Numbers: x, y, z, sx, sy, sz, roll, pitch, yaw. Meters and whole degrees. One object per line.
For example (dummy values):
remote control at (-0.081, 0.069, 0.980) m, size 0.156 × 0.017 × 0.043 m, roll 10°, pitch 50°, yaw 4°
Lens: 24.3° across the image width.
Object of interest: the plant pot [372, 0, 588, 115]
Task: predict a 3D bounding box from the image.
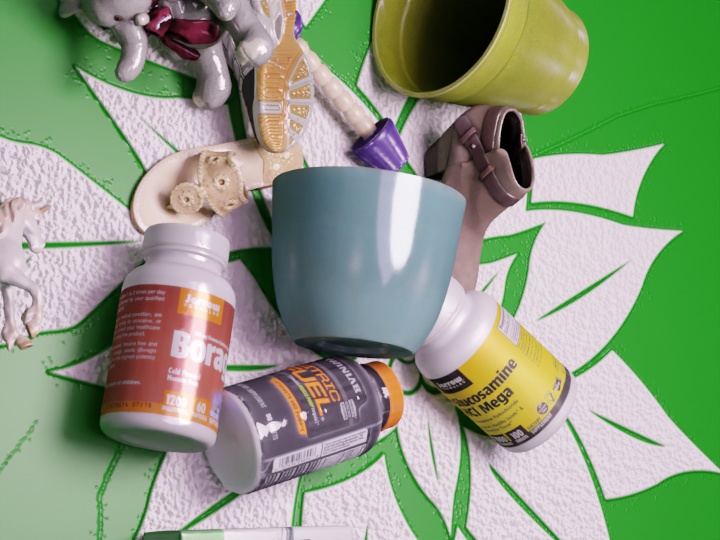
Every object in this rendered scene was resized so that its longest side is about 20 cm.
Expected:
plant pot at (0.150, -0.260, 1.857) m, size 0.192 × 0.199 × 0.203 m, roll 19°, pitch 69°, yaw -43°

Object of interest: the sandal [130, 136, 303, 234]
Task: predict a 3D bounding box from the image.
sandal at (-0.132, -0.098, 1.679) m, size 0.211 × 0.069 × 0.078 m, roll -24°, pitch 94°, yaw -37°

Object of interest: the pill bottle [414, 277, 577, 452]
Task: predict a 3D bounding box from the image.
pill bottle at (0.131, 0.096, 1.798) m, size 0.200 × 0.112 × 0.113 m, roll 42°, pitch 59°, yaw -20°

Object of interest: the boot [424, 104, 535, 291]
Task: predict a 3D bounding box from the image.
boot at (0.133, -0.077, 1.816) m, size 0.070 × 0.146 × 0.202 m, roll -8°, pitch 85°, yaw -38°

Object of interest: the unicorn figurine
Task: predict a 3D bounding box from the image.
unicorn figurine at (-0.339, 0.010, 1.501) m, size 0.198 × 0.074 × 0.139 m, roll -14°, pitch 77°, yaw -31°

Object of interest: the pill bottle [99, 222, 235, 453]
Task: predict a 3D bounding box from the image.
pill bottle at (-0.178, 0.063, 1.583) m, size 0.111 × 0.112 × 0.202 m, roll 17°, pitch 70°, yaw -31°

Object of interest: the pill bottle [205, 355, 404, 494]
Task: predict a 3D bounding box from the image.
pill bottle at (-0.051, 0.146, 1.660) m, size 0.199 × 0.106 × 0.107 m, roll -14°, pitch 88°, yaw -37°

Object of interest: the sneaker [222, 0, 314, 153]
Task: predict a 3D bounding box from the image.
sneaker at (-0.104, -0.216, 1.716) m, size 0.075 × 0.087 × 0.202 m, roll 1°, pitch 81°, yaw -45°

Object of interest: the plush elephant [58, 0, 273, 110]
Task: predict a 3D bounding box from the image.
plush elephant at (-0.198, -0.250, 1.615) m, size 0.154 × 0.164 × 0.202 m, roll -19°, pitch 92°, yaw -28°

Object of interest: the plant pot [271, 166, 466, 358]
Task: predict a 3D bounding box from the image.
plant pot at (0.000, 0.000, 1.678) m, size 0.199 × 0.200 × 0.163 m, roll 14°, pitch 76°, yaw -32°

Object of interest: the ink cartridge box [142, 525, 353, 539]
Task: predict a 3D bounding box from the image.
ink cartridge box at (-0.103, 0.320, 1.598) m, size 0.198 × 0.083 × 0.148 m, roll 3°, pitch 78°, yaw -36°

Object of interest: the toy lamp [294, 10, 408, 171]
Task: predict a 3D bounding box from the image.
toy lamp at (-0.023, -0.184, 1.786) m, size 0.200 × 0.058 × 0.058 m, roll 47°, pitch 57°, yaw -15°
